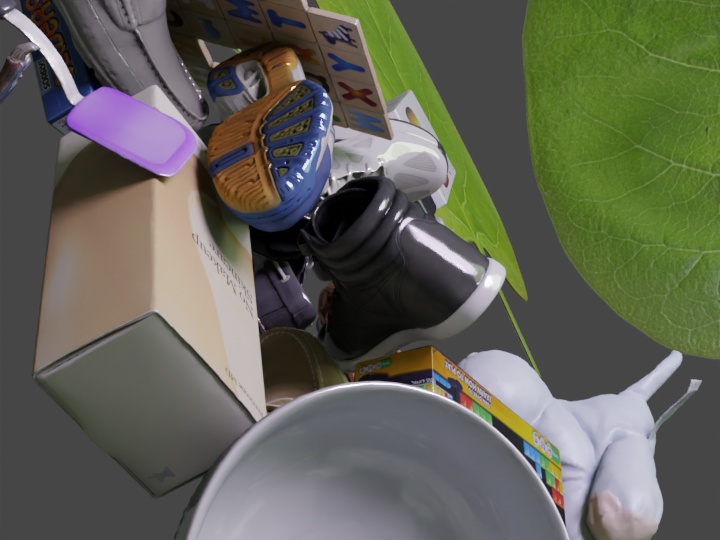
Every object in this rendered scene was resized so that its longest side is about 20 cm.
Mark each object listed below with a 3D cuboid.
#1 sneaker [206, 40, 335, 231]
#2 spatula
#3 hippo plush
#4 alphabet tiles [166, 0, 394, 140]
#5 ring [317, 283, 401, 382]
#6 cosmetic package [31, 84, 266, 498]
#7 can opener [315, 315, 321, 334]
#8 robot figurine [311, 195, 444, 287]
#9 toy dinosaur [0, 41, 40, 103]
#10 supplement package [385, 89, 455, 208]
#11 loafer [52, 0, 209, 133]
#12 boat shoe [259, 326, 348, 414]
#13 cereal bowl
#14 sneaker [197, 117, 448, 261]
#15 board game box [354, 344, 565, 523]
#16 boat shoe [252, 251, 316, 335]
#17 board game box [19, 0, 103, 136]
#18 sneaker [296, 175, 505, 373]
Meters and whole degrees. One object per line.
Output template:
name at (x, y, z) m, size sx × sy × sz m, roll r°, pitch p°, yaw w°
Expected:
sneaker at (-0.041, -0.063, 0.742) m, size 0.201 × 0.074 × 0.089 m, roll -100°, pitch 169°, yaw -61°
spatula at (-0.168, -0.116, 0.646) m, size 0.200 × 0.021 × 0.057 m, roll 41°, pitch 32°, yaw -7°
hippo plush at (0.130, 0.131, 0.922) m, size 0.159 × 0.202 × 0.159 m, roll 27°, pitch 12°, yaw -2°
alphabet tiles at (-0.070, -0.155, 0.799) m, size 0.008 × 0.165 × 0.200 m, roll -65°, pitch 160°, yaw -19°
ring at (0.016, 0.104, 0.921) m, size 0.201 × 0.019 × 0.201 m, roll 56°, pitch -16°, yaw 25°
cosmetic package at (-0.107, 0.004, 0.664) m, size 0.105 × 0.071 × 0.201 m, roll 54°, pitch 15°, yaw -37°
can opener at (0.032, 0.085, 1.085) m, size 0.053 × 0.067 × 0.200 m, roll 42°, pitch -1°, yaw 44°
robot figurine at (-0.005, -0.060, 1.095) m, size 0.201 × 0.124 × 0.150 m, roll 59°, pitch 12°, yaw -12°
toy dinosaur at (-0.211, -0.113, 0.471) m, size 0.181 × 0.105 × 0.201 m, roll 38°, pitch 32°, yaw -14°
supplement package at (0.027, -0.110, 1.364) m, size 0.115 × 0.109 × 0.200 m, roll 60°, pitch 13°, yaw -9°
loafer at (-0.139, -0.163, 0.723) m, size 0.201 × 0.069 × 0.070 m, roll 57°, pitch 12°, yaw -29°
boat shoe at (-0.042, 0.104, 0.730) m, size 0.065 × 0.071 × 0.202 m, roll 52°, pitch 22°, yaw -43°
cereal bowl at (0.000, 0.157, 0.591) m, size 0.202 × 0.199 × 0.083 m, roll 63°, pitch -26°, yaw 2°
sneaker at (-0.021, -0.046, 0.880) m, size 0.116 × 0.198 × 0.076 m, roll -115°, pitch -151°, yaw -50°
board game box at (0.066, 0.159, 0.760) m, size 0.200 × 0.056 × 0.167 m, roll 39°, pitch 42°, yaw -51°
boat shoe at (-0.053, 0.002, 0.909) m, size 0.073 × 0.062 × 0.200 m, roll 58°, pitch 13°, yaw -18°
board game box at (-0.167, -0.150, 0.825) m, size 0.135 × 0.034 × 0.202 m, roll 42°, pitch 24°, yaw -57°
sneaker at (0.000, 0.000, 0.763) m, size 0.099 × 0.071 × 0.200 m, roll 42°, pitch -25°, yaw -10°
